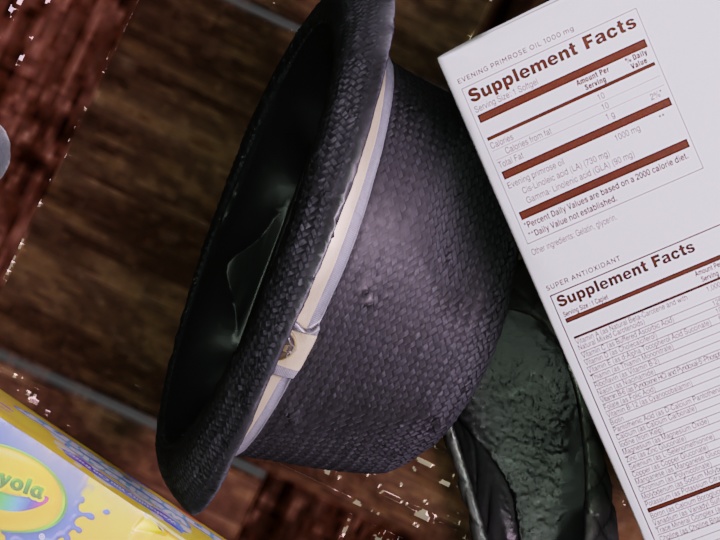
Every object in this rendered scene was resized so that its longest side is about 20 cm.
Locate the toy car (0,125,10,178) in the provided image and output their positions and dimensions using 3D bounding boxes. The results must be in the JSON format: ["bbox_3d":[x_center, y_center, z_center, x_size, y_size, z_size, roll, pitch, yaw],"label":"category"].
[{"bbox_3d":[-0.230,-0.073,0.821,0.164,0.158,0.200,-45,119,1],"label":"toy car"}]

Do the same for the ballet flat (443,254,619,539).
[{"bbox_3d":[0.064,0.070,0.838,0.066,0.057,0.201,-16,84,2],"label":"ballet flat"}]

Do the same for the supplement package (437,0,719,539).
[{"bbox_3d":[0.153,-0.014,0.761,0.147,0.191,0.201,-24,89,20],"label":"supplement package"}]

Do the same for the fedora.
[{"bbox_3d":[0.000,0.000,0.786,0.091,0.201,0.201,20,88,-14],"label":"fedora"}]

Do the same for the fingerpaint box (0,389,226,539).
[{"bbox_3d":[-0.105,0.166,0.825,0.200,0.073,0.167,33,89,-1],"label":"fingerpaint box"}]
